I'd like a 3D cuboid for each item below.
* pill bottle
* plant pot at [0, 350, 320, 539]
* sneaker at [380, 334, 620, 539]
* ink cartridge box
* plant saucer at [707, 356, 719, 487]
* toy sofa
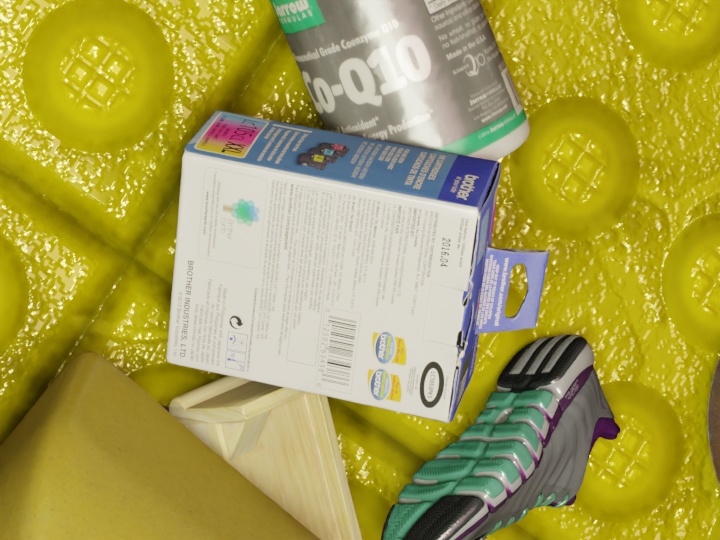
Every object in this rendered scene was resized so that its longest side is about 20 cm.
[{"bbox_3d":[0.011,-0.148,1.336,0.113,0.113,0.200,-27,101,-17],"label":"pill bottle"},{"bbox_3d":[-0.145,0.192,1.201,0.194,0.200,0.196,40,100,-4],"label":"plant pot"},{"bbox_3d":[0.094,0.129,1.383,0.200,0.074,0.088,-47,117,-31],"label":"sneaker"},{"bbox_3d":[0.000,0.000,1.290,0.200,0.076,0.137,12,118,10],"label":"ink cartridge box"},{"bbox_3d":[0.316,0.101,1.487,0.200,0.032,0.201,3,82,-21],"label":"plant saucer"},{"bbox_3d":[-0.050,0.158,1.354,0.083,0.097,0.200,-21,101,-43],"label":"toy sofa"}]
